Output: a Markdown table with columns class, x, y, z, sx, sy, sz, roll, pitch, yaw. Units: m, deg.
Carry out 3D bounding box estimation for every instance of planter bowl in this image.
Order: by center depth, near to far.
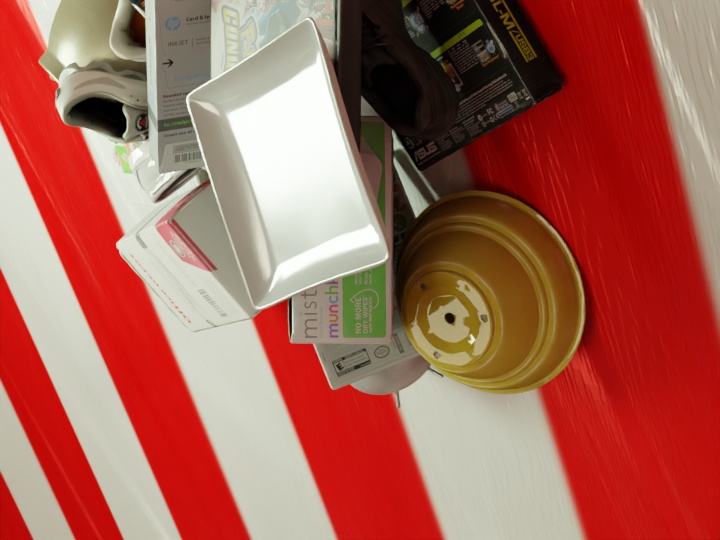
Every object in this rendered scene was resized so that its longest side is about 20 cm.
| class | x | y | z | sx | sy | sz | roll | pitch | yaw |
| --- | --- | --- | --- | --- | --- | --- | --- | --- | --- |
| planter bowl | 0.099 | 0.033 | 1.300 | 0.200 | 0.083 | 0.201 | 11 | 111 | 30 |
| planter bowl | -0.253 | -0.221 | 1.496 | 0.200 | 0.135 | 0.200 | 45 | 176 | 4 |

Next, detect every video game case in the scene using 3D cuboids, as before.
| class | x | y | z | sx | sy | sz | roll | pitch | yaw |
| --- | --- | --- | --- | --- | --- | --- | --- | --- | --- |
| video game case | -0.066 | -0.183 | 1.189 | 0.180 | 0.025 | 0.201 | 11 | 104 | 47 |
| video game case | 0.000 | 0.000 | 1.405 | 0.018 | 0.143 | 0.201 | -15 | -97 | -82 |

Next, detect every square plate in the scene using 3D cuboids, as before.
| class | x | y | z | sx | sy | sz | roll | pitch | yaw |
| --- | --- | --- | --- | --- | --- | --- | --- | --- | --- |
| square plate | -0.058 | -0.082 | 1.156 | 0.200 | 0.028 | 0.199 | -20 | 86 | 51 |

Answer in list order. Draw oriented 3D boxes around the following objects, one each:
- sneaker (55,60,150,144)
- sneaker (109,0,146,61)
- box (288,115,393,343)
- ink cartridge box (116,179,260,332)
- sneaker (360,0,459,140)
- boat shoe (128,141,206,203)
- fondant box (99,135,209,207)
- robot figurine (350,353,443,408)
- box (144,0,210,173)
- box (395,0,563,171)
| class | x | y | z | sx | sy | sz | roll | pitch | yaw |
| --- | --- | --- | --- | --- | --- | --- | --- | --- | --- |
| sneaker | -0.202 | -0.153 | 1.394 | 0.089 | 0.199 | 0.074 | -96 | 10 | -57 |
| sneaker | -0.164 | -0.269 | 1.322 | 0.078 | 0.079 | 0.200 | 41 | 120 | 2 |
| box | -0.017 | -0.035 | 1.303 | 0.176 | 0.096 | 0.201 | 55 | -145 | -88 |
| ink cartridge box | -0.180 | -0.013 | 1.611 | 0.146 | 0.085 | 0.200 | 50 | 154 | -12 |
| sneaker | 0.008 | -0.195 | 1.179 | 0.076 | 0.091 | 0.200 | -40 | 88 | 21 |
| boat shoe | -0.162 | -0.132 | 1.492 | 0.199 | 0.072 | 0.069 | -27 | 88 | 24 |
| fondant box | -0.235 | -0.147 | 1.685 | 0.200 | 0.058 | 0.145 | 12 | 128 | 48 |
| robot figurine | 0.006 | 0.046 | 1.473 | 0.200 | 0.113 | 0.170 | 55 | 138 | 4 |
| box | -0.123 | -0.195 | 1.329 | 0.041 | 0.155 | 0.201 | -123 | 28 | -44 |
| box | 0.064 | -0.203 | 1.240 | 0.194 | 0.047 | 0.200 | 60 | 149 | -1 |
